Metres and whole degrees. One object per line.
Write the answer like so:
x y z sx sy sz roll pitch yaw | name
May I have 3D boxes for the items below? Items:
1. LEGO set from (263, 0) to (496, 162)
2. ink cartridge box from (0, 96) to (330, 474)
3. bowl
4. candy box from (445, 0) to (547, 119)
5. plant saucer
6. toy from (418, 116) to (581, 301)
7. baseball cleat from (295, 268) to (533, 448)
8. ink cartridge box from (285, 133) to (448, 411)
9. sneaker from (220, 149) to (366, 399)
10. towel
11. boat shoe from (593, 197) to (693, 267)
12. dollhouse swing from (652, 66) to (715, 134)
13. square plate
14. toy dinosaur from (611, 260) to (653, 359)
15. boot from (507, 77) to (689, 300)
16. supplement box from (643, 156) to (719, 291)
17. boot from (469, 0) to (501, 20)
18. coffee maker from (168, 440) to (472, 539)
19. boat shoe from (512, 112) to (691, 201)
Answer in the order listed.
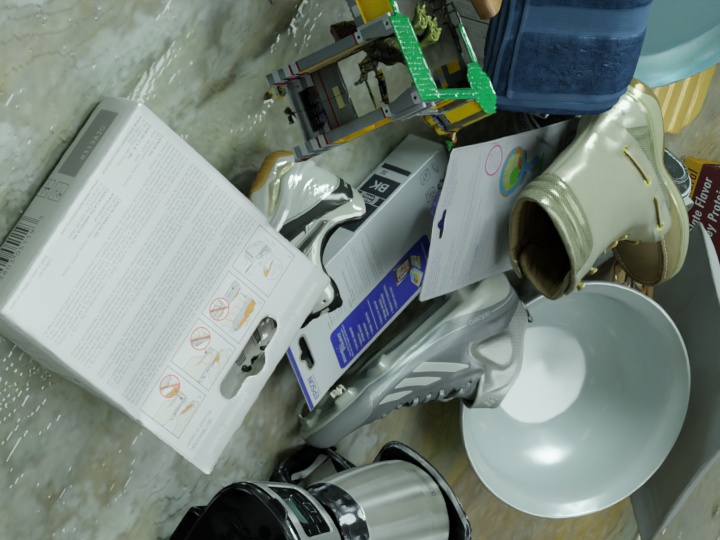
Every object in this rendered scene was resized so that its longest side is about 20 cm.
-0.009 -0.157 1.378 0.200 0.116 0.154 66 26 -4 | LEGO set
-0.130 0.011 1.336 0.200 0.050 0.161 43 72 -38 | ink cartridge box
0.160 0.094 1.708 0.201 0.090 0.201 -5 106 -18 | bowl
0.135 -0.243 1.550 0.168 0.071 0.200 -49 139 -25 | candy box
0.246 -0.209 1.551 0.200 0.027 0.200 -22 151 -13 | plant saucer
0.095 -0.054 1.556 0.200 0.047 0.115 -15 121 -52 | toy
0.050 0.084 1.575 0.200 0.070 0.106 -41 107 -11 | baseball cleat
0.000 0.000 1.536 0.200 0.039 0.100 -46 139 -28 | ink cartridge box
-0.060 0.023 1.416 0.076 0.088 0.200 -125 -122 -87 | sneaker
0.150 -0.193 1.450 0.112 0.049 0.200 3 131 -8 | towel
0.194 -0.040 1.741 0.200 0.060 0.076 -20 157 -47 | boat shoe
0.303 -0.195 1.719 0.200 0.182 0.176 0 97 -52 | dollhouse swing
0.268 0.096 1.749 0.028 0.200 0.198 10 135 -20 | square plate
0.216 0.058 1.787 0.200 0.060 0.106 -63 -176 -14 | toy dinosaur
0.178 -0.028 1.583 0.155 0.072 0.200 -52 142 -31 | boot
0.373 0.024 1.873 0.133 0.200 0.197 5 104 -52 | supplement box
0.026 -0.240 1.326 0.200 0.068 0.188 58 15 -24 | boot
-0.039 0.230 1.525 0.200 0.135 0.192 -5 113 -49 | coffee maker
0.211 -0.105 1.683 0.199 0.074 0.068 24 130 -37 | boat shoe
